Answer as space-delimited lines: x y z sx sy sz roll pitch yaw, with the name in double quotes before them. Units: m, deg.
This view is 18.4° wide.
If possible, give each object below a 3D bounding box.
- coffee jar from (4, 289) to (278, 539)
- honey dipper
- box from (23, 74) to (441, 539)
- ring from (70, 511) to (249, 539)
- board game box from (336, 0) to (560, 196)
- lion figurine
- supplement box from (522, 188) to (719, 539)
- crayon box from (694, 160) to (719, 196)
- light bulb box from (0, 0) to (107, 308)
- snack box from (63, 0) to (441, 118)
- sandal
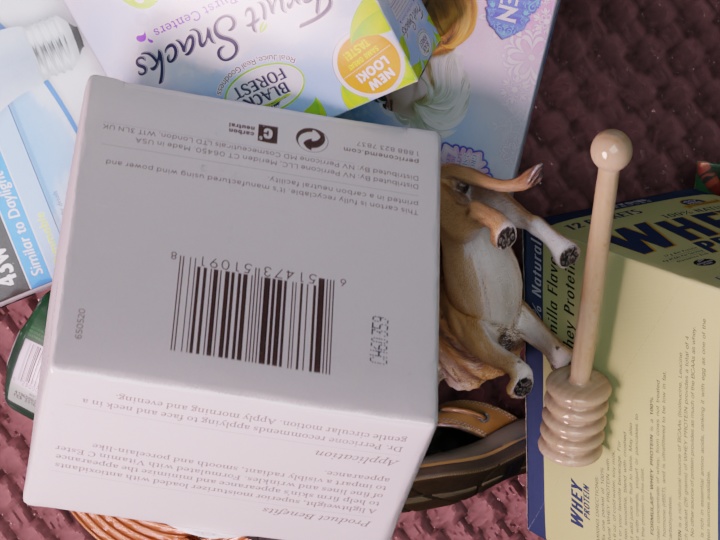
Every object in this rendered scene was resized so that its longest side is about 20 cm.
"coffee jar" -0.099 0.082 1.285 0.199 0.104 0.086 27 104 15
"honey dipper" 0.124 0.015 1.209 0.038 0.038 0.201 0 120 -5
"box" -0.065 0.024 1.177 0.198 0.131 0.201 9 51 -9
"ring" -0.112 0.086 1.354 0.199 0.019 0.202 1 92 19
"board game box" 0.010 -0.141 1.266 0.198 0.041 0.201 15 119 6
"lion figurine" 0.067 -0.002 1.263 0.072 0.122 0.201 -21 132 -26
"supplement box" 0.204 0.075 1.277 0.134 0.199 0.201 -11 108 -30
"crayon box" 0.293 0.009 1.365 0.199 0.051 0.128 8 105 19
"light bulb box" -0.220 -0.083 1.326 0.199 0.125 0.199 -23 94 -5
"snack box" -0.076 -0.169 1.212 0.168 0.068 0.201 -22 110 25
"sandal" 0.073 0.104 1.385 0.199 0.082 0.055 -18 71 -12
